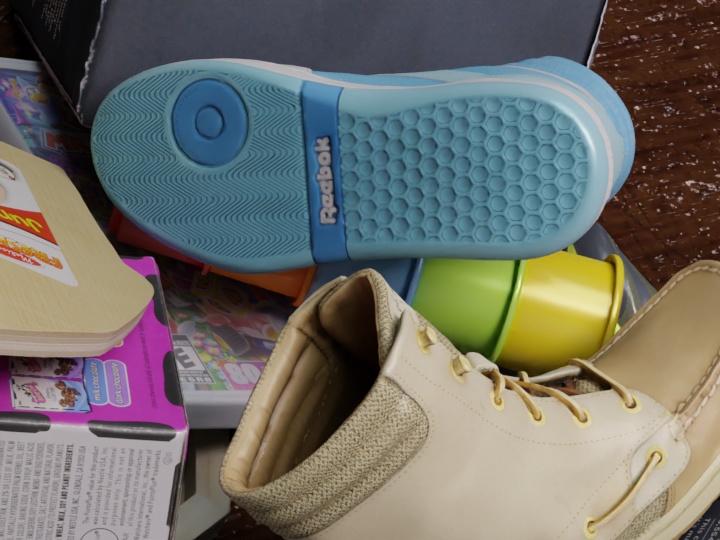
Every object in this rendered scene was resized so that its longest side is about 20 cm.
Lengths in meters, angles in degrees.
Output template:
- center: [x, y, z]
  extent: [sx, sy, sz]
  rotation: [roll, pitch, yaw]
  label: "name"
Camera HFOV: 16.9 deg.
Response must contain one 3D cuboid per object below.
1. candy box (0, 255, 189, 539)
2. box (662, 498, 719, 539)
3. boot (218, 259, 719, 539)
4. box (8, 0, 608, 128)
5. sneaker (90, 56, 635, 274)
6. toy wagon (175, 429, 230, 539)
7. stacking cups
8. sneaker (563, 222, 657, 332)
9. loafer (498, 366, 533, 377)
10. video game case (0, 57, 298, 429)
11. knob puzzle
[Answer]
- center: [-0.165, 0.041, 0.819]
  extent: [0.200, 0.061, 0.136]
  rotation: [5, 24, -12]
  label: "candy box"
- center: [0.176, 0.169, 0.849]
  extent: [0.148, 0.200, 0.107]
  rotation: [45, 66, -26]
  label: "box"
- center: [0.053, 0.043, 0.857]
  extent: [0.200, 0.073, 0.155]
  rotation: [-49, 123, -10]
  label: "boot"
- center: [-0.028, -0.121, 1.018]
  extent: [0.200, 0.124, 0.197]
  rotation: [11, 17, -20]
  label: "box"
- center: [0.009, -0.043, 0.911]
  extent: [0.200, 0.080, 0.131]
  rotation: [7, 11, 20]
  label: "sneaker"
- center: [-0.148, 0.054, 0.930]
  extent: [0.200, 0.040, 0.155]
  rotation: [11, 50, -18]
  label: "toy wagon"
- center: [0.000, 0.000, 0.950]
  extent: [0.200, 0.061, 0.061]
  rotation: [13, 49, -7]
  label: "stacking cups"
- center: [0.171, 0.045, 1.058]
  extent: [0.200, 0.081, 0.074]
  rotation: [43, 8, 4]
  label: "sneaker"
- center: [0.071, 0.078, 1.002]
  extent: [0.070, 0.070, 0.200]
  rotation: [48, 22, -26]
  label: "loafer"
- center: [-0.065, -0.013, 0.997]
  extent: [0.143, 0.018, 0.200]
  rotation: [2, 42, -43]
  label: "video game case"
- center: [-0.158, -0.016, 0.793]
  extent: [0.219, 0.030, 0.220]
  rotation: [29, 13, -7]
  label: "knob puzzle"
